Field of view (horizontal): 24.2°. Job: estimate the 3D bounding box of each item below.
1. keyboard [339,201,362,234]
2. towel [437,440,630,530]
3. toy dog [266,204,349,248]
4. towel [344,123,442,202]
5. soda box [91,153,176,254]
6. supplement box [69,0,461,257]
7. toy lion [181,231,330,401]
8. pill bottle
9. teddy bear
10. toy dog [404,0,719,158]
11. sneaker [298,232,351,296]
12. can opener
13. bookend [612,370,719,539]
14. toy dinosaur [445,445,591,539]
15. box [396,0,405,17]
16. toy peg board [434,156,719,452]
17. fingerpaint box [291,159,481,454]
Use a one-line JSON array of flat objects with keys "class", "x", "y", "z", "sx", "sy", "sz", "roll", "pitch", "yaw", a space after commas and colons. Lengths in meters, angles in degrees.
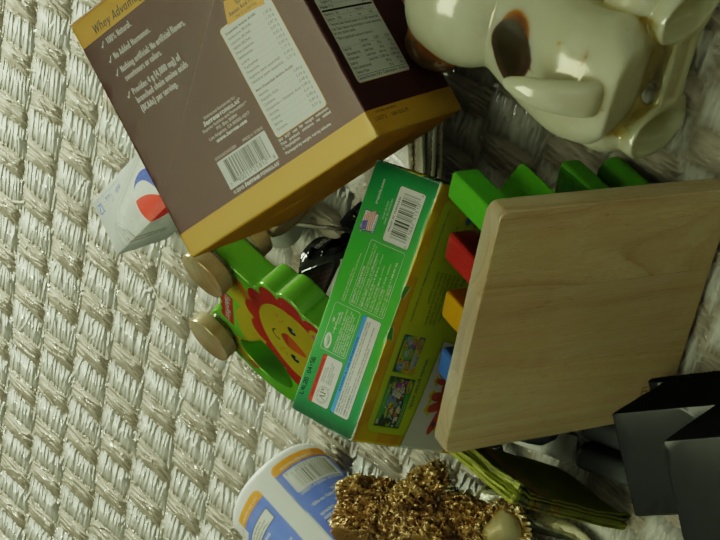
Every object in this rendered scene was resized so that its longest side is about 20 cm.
[{"class": "keyboard", "x": 0.035, "y": 0.037, "z": 1.476, "sx": 0.127, "sy": 0.021, "sz": 0.201, "roll": -42, "pitch": 71, "yaw": 47}, {"class": "towel", "x": 0.136, "y": 0.160, "z": 1.291, "sx": 0.086, "sy": 0.200, "sz": 0.018, "roll": 39, "pitch": 99, "yaw": 35}, {"class": "toy dog", "x": -0.060, "y": -0.080, "z": 1.459, "sx": 0.132, "sy": 0.096, "sz": 0.200, "roll": 58, "pitch": 176, "yaw": -9}, {"class": "towel", "x": 0.016, "y": -0.112, "z": 1.384, "sx": 0.200, "sy": 0.034, "sz": 0.134, "roll": -139, "pitch": 46, "yaw": -60}, {"class": "soda box", "x": -0.183, "y": -0.090, "z": 1.635, "sx": 0.200, "sy": 0.068, "sz": 0.064, "roll": -37, "pitch": 77, "yaw": 47}, {"class": "supplement box", "x": -0.072, "y": -0.152, "z": 1.260, "sx": 0.197, "sy": 0.133, "sz": 0.201, "roll": -30, "pitch": 86, "yaw": 33}, {"class": "toy lion", "x": -0.059, "y": 0.054, "z": 1.397, "sx": 0.192, "sy": 0.069, "sz": 0.200, "roll": 42, "pitch": 158, "yaw": 16}, {"class": "pill bottle", "x": -0.018, "y": 0.264, "z": 1.549, "sx": 0.200, "sy": 0.112, "sz": 0.113, "roll": 43, "pitch": 132, "yaw": 29}, {"class": "teddy bear", "x": 0.069, "y": 0.218, "z": 1.424, "sx": 0.199, "sy": 0.067, "sz": 0.145, "roll": -14, "pitch": 124, "yaw": 47}, {"class": "toy dog", "x": 0.121, "y": -0.164, "z": 1.185, "sx": 0.199, "sy": 0.193, "sz": 0.140, "roll": 32, "pitch": 138, "yaw": 28}, {"class": "sneaker", "x": 0.000, "y": 0.000, "z": 1.437, "sx": 0.200, "sy": 0.071, "sz": 0.098, "roll": -41, "pitch": 75, "yaw": 42}, {"class": "can opener", "x": 0.183, "y": 0.140, "z": 1.322, "sx": 0.199, "sy": 0.066, "sz": 0.053, "roll": 16, "pitch": 115, "yaw": 39}, {"class": "bookend", "x": 0.246, "y": 0.132, "z": 1.117, "sx": 0.198, "sy": 0.199, "sz": 0.093, "roll": -10, "pitch": 97, "yaw": 38}, {"class": "toy dinosaur", "x": 0.130, "y": 0.193, "z": 1.411, "sx": 0.199, "sy": 0.047, "sz": 0.089, "roll": 17, "pitch": 131, "yaw": 43}, {"class": "box", "x": 0.017, "y": -0.282, "z": 1.321, "sx": 0.102, "sy": 0.094, "sz": 0.202, "roll": -6, "pitch": 100, "yaw": 48}, {"class": "toy peg board", "x": 0.143, "y": 0.012, "z": 1.231, "sx": 0.098, "sy": 0.198, "sz": 0.201, "roll": 51, "pitch": 138, "yaw": 47}, {"class": "fingerpaint box", "x": 0.054, "y": 0.033, "z": 1.293, "sx": 0.073, "sy": 0.166, "sz": 0.202, "roll": 24, "pitch": 97, "yaw": 41}]
